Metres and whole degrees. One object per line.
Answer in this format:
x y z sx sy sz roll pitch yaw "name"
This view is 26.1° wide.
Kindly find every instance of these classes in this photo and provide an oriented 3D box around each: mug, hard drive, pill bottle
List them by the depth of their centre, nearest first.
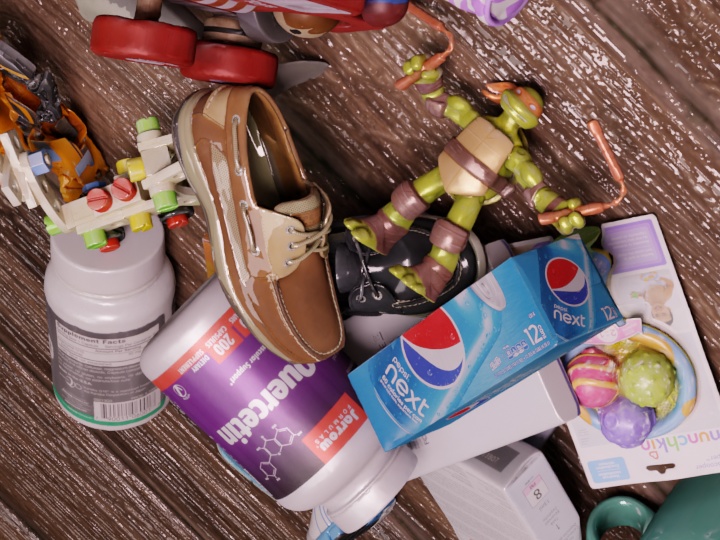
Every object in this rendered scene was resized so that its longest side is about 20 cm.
-0.055 0.094 1.123 0.200 0.112 0.112 44 142 -6 "pill bottle"
0.257 0.237 1.127 0.185 0.114 0.152 -20 111 48 "mug"
0.062 0.072 1.131 0.200 0.025 0.132 -30 82 50 "hard drive"
-0.218 0.037 1.360 0.113 0.113 0.200 28 138 19 "pill bottle"

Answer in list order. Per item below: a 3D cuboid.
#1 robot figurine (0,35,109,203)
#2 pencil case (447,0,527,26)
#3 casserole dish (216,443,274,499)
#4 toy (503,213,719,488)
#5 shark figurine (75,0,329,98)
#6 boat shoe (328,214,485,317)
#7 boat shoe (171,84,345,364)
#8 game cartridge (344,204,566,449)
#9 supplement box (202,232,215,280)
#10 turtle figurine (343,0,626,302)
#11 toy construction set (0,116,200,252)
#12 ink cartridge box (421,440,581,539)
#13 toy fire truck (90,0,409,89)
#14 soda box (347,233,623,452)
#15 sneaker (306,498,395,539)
-0.291 -0.133 1.266 0.145 0.058 0.200 19 160 28 "robot figurine"
0.022 -0.218 0.941 0.200 0.085 0.084 29 129 19 "pencil case"
-0.069 0.121 1.256 0.121 0.039 0.200 35 142 18 "casserole dish"
0.175 0.067 1.066 0.115 0.047 0.200 -12 107 30 "toy"
-0.133 -0.194 1.111 0.214 0.090 0.128 32 174 27 "shark figurine"
0.000 -0.002 1.103 0.199 0.066 0.075 7 102 47 "boat shoe"
-0.058 -0.031 1.041 0.074 0.076 0.200 -13 107 43 "boat shoe"
0.080 0.039 1.165 0.200 0.041 0.133 37 145 8 "game cartridge"
-0.080 0.042 1.283 0.069 0.067 0.200 21 136 26 "supplement box"
0.064 -0.071 1.021 0.200 0.064 0.161 44 100 14 "turtle figurine"
-0.191 -0.067 1.212 0.200 0.131 0.092 -3 83 13 "toy construction set"
0.119 0.197 1.234 0.163 0.057 0.200 23 153 55 "ink cartridge box"
-0.064 -0.175 0.980 0.168 0.200 0.112 11 93 36 "toy fire truck"
0.078 0.051 1.030 0.200 0.068 0.064 -40 73 49 "soda box"
-0.012 0.179 1.358 0.087 0.075 0.200 52 143 17 "sneaker"
